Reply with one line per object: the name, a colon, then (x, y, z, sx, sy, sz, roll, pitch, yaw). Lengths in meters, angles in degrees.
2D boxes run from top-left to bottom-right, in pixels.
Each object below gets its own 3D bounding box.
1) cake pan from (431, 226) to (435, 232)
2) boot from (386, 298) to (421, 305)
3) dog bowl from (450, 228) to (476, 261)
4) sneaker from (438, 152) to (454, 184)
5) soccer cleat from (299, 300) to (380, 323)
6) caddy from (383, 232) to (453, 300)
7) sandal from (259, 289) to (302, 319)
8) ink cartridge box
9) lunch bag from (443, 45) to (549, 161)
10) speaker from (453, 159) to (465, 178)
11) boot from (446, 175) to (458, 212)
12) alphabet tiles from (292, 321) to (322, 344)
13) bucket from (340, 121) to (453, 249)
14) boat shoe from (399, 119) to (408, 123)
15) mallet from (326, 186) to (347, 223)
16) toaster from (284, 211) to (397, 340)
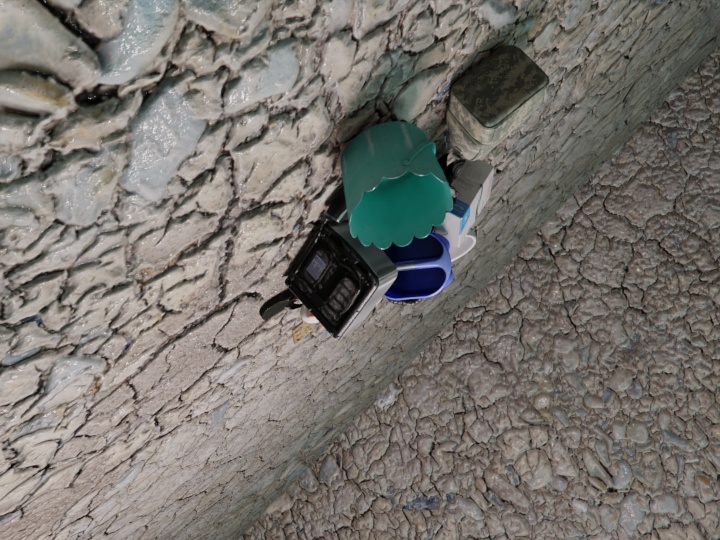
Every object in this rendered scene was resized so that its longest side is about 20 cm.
cake pan: (0.124, -0.087, 1.523, 0.203, 0.036, 0.202, -58, -165, 25)
boot: (0.069, 0.044, 1.607, 0.207, 0.081, 0.159, -24, -156, 17)
dog bowl: (0.213, -0.081, 1.713, 0.194, 0.081, 0.201, -17, 160, -6)
sneaker: (0.173, -0.181, 1.427, 0.102, 0.203, 0.060, -25, 126, 23)
soccer cleat: (-0.046, 0.073, 1.430, 0.194, 0.071, 0.078, -15, 166, -12)
caddy: (0.113, -0.012, 1.374, 0.195, 0.146, 0.104, -7, -179, 28)
sandal: (-0.140, 0.064, 1.420, 0.198, 0.045, 0.076, -34, 159, -30)
ink cartridge box: (0.244, -0.170, 1.409, 0.202, 0.067, 0.117, -56, 160, -23)
lunch bag: (0.273, -0.334, 1.297, 0.199, 0.140, 0.169, -39, 161, -12)
speaker: (0.270, -0.211, 1.661, 0.081, 0.081, 0.201, -41, 161, -7)
boot: (0.107, -0.132, 1.332, 0.199, 0.162, 0.073, -48, 127, 0)
alphabet tiles: (-0.105, 0.120, 1.688, 0.198, 0.008, 0.168, -38, 161, -19)
bucket: (0.060, -0.154, 1.122, 0.201, 0.138, 0.209, -10, 149, -6)
boat shoe: (0.098, -0.238, 1.239, 0.065, 0.073, 0.199, -40, 157, 9)
mallet: (0.001, -0.092, 1.279, 0.066, 0.041, 0.200, -49, 138, -2)
toaster: (-0.038, 0.007, 1.306, 0.202, 0.181, 0.118, -54, 165, 28)
